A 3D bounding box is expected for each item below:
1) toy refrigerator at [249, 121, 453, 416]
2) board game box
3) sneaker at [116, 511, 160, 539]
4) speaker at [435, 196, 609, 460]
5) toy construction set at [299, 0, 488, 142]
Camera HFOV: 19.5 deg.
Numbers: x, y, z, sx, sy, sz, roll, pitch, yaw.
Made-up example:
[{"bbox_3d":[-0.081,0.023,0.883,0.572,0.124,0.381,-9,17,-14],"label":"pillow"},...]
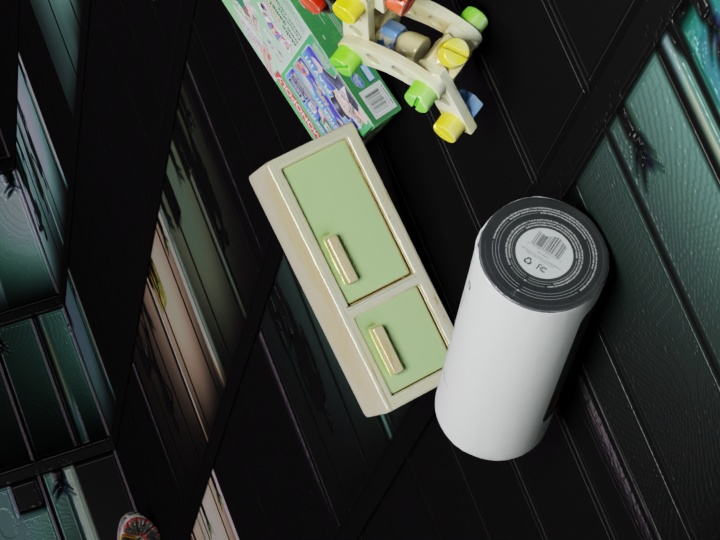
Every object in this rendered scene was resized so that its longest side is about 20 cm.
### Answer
[{"bbox_3d":[0.000,0.000,1.539,0.201,0.076,0.070,64,163,-1],"label":"toy refrigerator"},{"bbox_3d":[-0.051,-0.180,1.569,0.201,0.029,0.135,57,164,1],"label":"board game box"},{"bbox_3d":[-0.324,0.454,3.146,0.082,0.077,0.202,-139,45,-68],"label":"sneaker"},{"bbox_3d":[0.096,0.041,1.306,0.200,0.081,0.082,101,148,-58],"label":"speaker"},{"bbox_3d":[0.028,-0.169,1.261,0.131,0.092,0.200,35,151,13],"label":"toy construction set"}]
